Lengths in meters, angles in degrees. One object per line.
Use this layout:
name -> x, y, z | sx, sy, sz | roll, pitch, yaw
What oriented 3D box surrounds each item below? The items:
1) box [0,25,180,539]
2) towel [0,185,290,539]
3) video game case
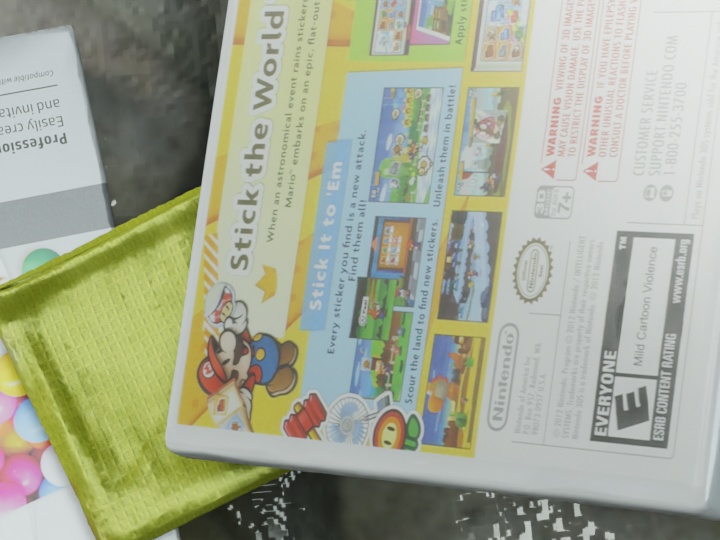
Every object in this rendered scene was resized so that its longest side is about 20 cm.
box -> -0.138, 0.043, 0.815 | 0.155, 0.041, 0.201 | -11, 83, -9
towel -> 0.000, 0.000, 0.801 | 0.199, 0.018, 0.086 | -26, 80, -6
video game case -> 0.033, -0.044, 0.731 | 0.023, 0.181, 0.202 | 14, 82, -48
